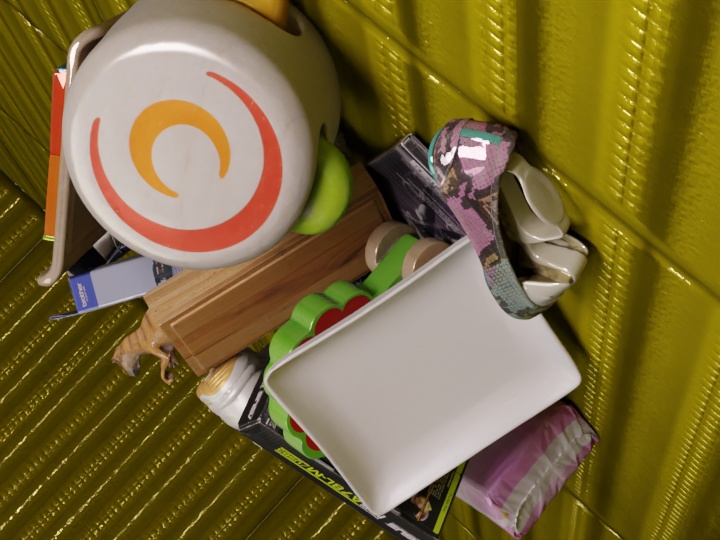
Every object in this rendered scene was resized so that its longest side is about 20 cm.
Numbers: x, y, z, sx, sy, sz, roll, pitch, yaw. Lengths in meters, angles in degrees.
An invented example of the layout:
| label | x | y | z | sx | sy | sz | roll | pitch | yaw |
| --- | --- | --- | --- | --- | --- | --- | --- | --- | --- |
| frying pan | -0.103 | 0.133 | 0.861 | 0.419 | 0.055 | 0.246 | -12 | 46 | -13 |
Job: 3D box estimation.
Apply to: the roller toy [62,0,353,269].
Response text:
| label | x | y | z | sx | sy | sz | roll | pitch | yaw |
| --- | --- | --- | --- | --- | --- | --- | --- | --- | --- |
| roller toy | -0.109 | -0.110 | 1.184 | 0.201 | 0.181 | 0.140 | 64 | -159 | -21 |

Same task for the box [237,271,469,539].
| label | x | y | z | sx | sy | sz | roll | pitch | yaw |
| --- | --- | --- | --- | --- | --- | --- | --- | --- | --- |
| box | 0.017 | 0.097 | 1.411 | 0.192 | 0.201 | 0.047 | 36 | 149 | -21 |

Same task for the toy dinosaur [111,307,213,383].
| label | x | y | z | sx | sy | sz | roll | pitch | yaw |
| --- | --- | --- | --- | --- | --- | --- | --- | --- | --- |
| toy dinosaur | -0.147 | 0.033 | 1.412 | 0.106 | 0.200 | 0.060 | 43 | -155 | 9 |

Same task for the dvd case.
| label | x | y | z | sx | sy | sz | roll | pitch | yaw |
| --- | --- | --- | --- | --- | --- | --- | --- | --- | --- |
| dvd case | 0.065 | -0.036 | 1.302 | 0.149 | 0.016 | 0.200 | 44 | 168 | -6 |

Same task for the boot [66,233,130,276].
| label | x | y | z | sx | sy | sz | roll | pitch | yaw |
| --- | --- | --- | --- | --- | --- | --- | --- | --- | --- |
| boot | -0.204 | -0.045 | 1.555 | 0.075 | 0.097 | 0.199 | 46 | 146 | -17 |

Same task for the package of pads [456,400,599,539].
| label | x | y | z | sx | sy | sz | roll | pitch | yaw |
| --- | --- | --- | --- | --- | --- | --- | --- | --- | --- |
| package of pads | 0.113 | 0.152 | 1.549 | 0.199 | 0.121 | 0.076 | 28 | 161 | 53 |

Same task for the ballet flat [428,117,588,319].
| label | x | y | z | sx | sy | sz | roll | pitch | yaw |
| --- | --- | --- | --- | --- | --- | --- | --- | --- | --- |
| ballet flat | 0.107 | -0.025 | 1.093 | 0.071 | 0.070 | 0.200 | 11 | 151 | 33 |

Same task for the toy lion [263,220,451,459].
| label | x | y | z | sx | sy | sz | roll | pitch | yaw |
| --- | --- | --- | --- | --- | --- | --- | --- | --- | --- |
| toy lion | 0.019 | 0.075 | 1.325 | 0.068 | 0.192 | 0.200 | 28 | 165 | 48 |

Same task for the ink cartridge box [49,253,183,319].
| label | x | y | z | sx | sy | sz | roll | pitch | yaw |
| --- | --- | --- | --- | --- | --- | --- | --- | --- | --- |
| ink cartridge box | -0.175 | -0.002 | 1.516 | 0.119 | 0.198 | 0.042 | -21 | -87 | -64 |

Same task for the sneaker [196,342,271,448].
| label | x | y | z | sx | sy | sz | roll | pitch | yaw |
| --- | --- | --- | --- | --- | --- | --- | --- | --- | --- |
| sneaker | -0.076 | 0.115 | 1.468 | 0.088 | 0.076 | 0.200 | 45 | -166 | 9 |

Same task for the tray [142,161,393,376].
| label | x | y | z | sx | sy | sz | roll | pitch | yaw |
| --- | --- | --- | --- | --- | --- | --- | --- | --- | --- |
| tray | -0.065 | 0.002 | 1.334 | 0.037 | 0.199 | 0.099 | 56 | 177 | 30 |

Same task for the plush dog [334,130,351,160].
| label | x | y | z | sx | sy | sz | roll | pitch | yaw |
| --- | --- | --- | --- | --- | --- | --- | --- | --- | --- |
| plush dog | -0.120 | -0.136 | 1.330 | 0.199 | 0.160 | 0.173 | 33 | 138 | 38 |

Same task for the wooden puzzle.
| label | x | y | z | sx | sy | sz | roll | pitch | yaw |
| --- | --- | --- | --- | --- | --- | --- | --- | --- | --- |
| wooden puzzle | -0.211 | -0.105 | 1.311 | 0.037 | 0.202 | 0.185 | 13 | -164 | 3 |

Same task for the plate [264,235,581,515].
| label | x | y | z | sx | sy | sz | roll | pitch | yaw |
| --- | --- | --- | --- | --- | --- | --- | --- | --- | --- |
| plate | 0.048 | 0.075 | 1.266 | 0.200 | 0.199 | 0.032 | 54 | -175 | -43 |
